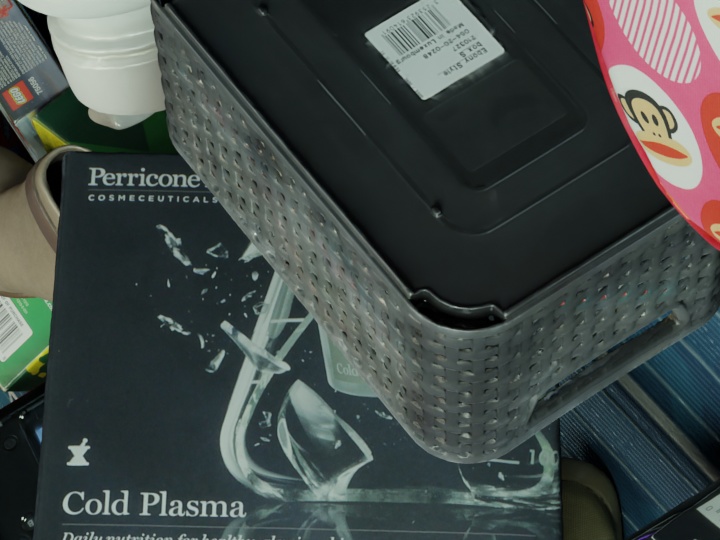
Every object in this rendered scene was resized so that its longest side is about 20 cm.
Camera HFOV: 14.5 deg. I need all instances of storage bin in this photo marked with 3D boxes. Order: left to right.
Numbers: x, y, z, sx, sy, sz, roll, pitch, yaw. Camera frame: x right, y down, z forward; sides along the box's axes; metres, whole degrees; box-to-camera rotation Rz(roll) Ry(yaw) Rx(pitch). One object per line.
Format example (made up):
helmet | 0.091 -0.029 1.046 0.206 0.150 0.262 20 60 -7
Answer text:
storage bin | 0.028 -0.051 1.002 0.200 0.135 0.094 50 162 26

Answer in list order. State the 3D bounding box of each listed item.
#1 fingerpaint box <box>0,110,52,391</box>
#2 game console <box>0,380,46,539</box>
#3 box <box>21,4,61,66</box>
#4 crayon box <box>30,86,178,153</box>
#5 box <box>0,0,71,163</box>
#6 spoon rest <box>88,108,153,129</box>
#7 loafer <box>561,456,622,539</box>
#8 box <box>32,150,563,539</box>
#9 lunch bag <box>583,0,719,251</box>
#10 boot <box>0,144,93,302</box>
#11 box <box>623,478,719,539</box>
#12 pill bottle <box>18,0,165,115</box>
fingerpaint box | -0.192 -0.029 1.636 0.200 0.073 0.167 54 -161 18
game console | -0.086 0.126 1.512 0.119 0.200 0.173 33 150 55
box | -0.149 -0.139 1.526 0.200 0.032 0.121 56 163 2
crayon box | -0.075 -0.007 1.441 0.200 0.051 0.127 37 158 37
box | -0.204 -0.133 1.563 0.200 0.040 0.137 55 175 24
spoon rest | -0.121 -0.172 1.357 0.099 0.060 0.201 23 128 60
loafer | 0.093 0.175 1.278 0.068 0.076 0.201 -72 -30 -49
box | -0.023 0.068 1.114 0.124 0.199 0.197 92 179 -58
lunch bag | 0.142 -0.048 0.780 0.200 0.082 0.177 30 148 56
boot | -0.148 -0.025 1.389 0.200 0.070 0.146 39 161 9
box | 0.168 0.185 1.061 0.122 0.106 0.201 43 156 46
pill bottle | -0.116 -0.174 1.238 0.114 0.114 0.201 38 154 49
